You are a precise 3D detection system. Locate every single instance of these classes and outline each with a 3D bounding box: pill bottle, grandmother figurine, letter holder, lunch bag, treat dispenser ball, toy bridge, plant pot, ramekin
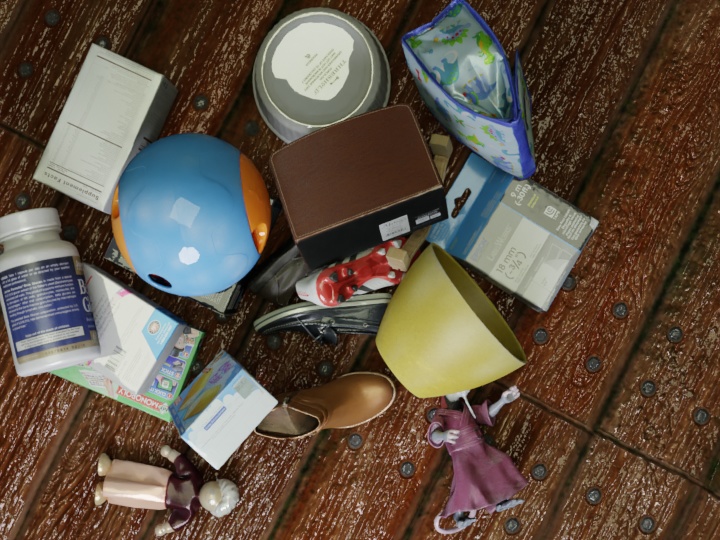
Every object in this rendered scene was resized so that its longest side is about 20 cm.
[{"bbox_3d":[-0.409,0.027,1.464,0.110,0.111,0.202,-14,87,2],"label":"pill bottle"},{"bbox_3d":[-0.265,0.308,1.573,0.197,0.061,0.123,5,97,5],"label":"grandmother figurine"},{"bbox_3d":[-0.004,-0.112,1.468,0.198,0.101,0.143,-21,67,1],"label":"letter holder"},{"bbox_3d":[0.160,-0.228,1.490,0.127,0.170,0.201,-34,66,2],"label":"lunch bag"},{"bbox_3d":[-0.211,-0.069,1.417,0.198,0.201,0.204,0,88,2],"label":"treat dispenser ball"},{"bbox_3d":[0.086,-0.088,1.540,0.027,0.067,0.202,13,68,21],"label":"toy bridge"},{"bbox_3d":[0.104,0.085,1.506,0.142,0.200,0.201,-39,87,12],"label":"plant pot"},{"bbox_3d":[-0.056,-0.268,1.564,0.200,0.094,0.205,0,88,3],"label":"ramekin"}]

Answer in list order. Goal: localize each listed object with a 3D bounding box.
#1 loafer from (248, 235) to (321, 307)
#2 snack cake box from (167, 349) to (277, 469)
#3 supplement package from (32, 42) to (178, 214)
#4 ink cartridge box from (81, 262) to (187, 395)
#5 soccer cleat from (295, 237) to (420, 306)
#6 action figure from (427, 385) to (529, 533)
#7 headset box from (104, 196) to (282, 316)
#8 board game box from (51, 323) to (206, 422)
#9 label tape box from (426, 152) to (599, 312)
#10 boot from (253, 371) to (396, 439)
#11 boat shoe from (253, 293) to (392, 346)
[{"bbox_3d":[-0.066,-0.026,1.576,0.200,0.073,0.071,-42,104,8],"label":"loafer"},{"bbox_3d":[-0.184,0.177,1.492,0.067,0.200,0.115,43,82,-12],"label":"snack cake box"},{"bbox_3d":[-0.349,-0.189,1.565,0.113,0.110,0.202,25,89,3],"label":"supplement package"},{"bbox_3d":[-0.353,0.068,1.549,0.199,0.068,0.116,32,89,3],"label":"ink cartridge box"},{"bbox_3d":[0.000,0.000,1.540,0.199,0.085,0.069,-24,106,-40],"label":"soccer cleat"},{"bbox_3d":[0.149,0.238,1.554,0.133,0.149,0.202,-10,67,-27],"label":"action figure"},{"bbox_3d":[-0.234,-0.058,1.564,0.198,0.093,0.176,24,90,3],"label":"headset box"},{"bbox_3d":[-0.333,0.112,1.595,0.198,0.029,0.136,22,90,3],"label":"board game box"},{"bbox_3d":[0.204,-0.055,1.562,0.199,0.063,0.145,31,89,3],"label":"label tape box"},{"bbox_3d":[-0.048,0.188,1.518,0.198,0.155,0.075,-15,88,2],"label":"boot"},{"bbox_3d":[-0.048,0.073,1.564,0.197,0.075,0.063,-6,82,-3],"label":"boat shoe"}]
